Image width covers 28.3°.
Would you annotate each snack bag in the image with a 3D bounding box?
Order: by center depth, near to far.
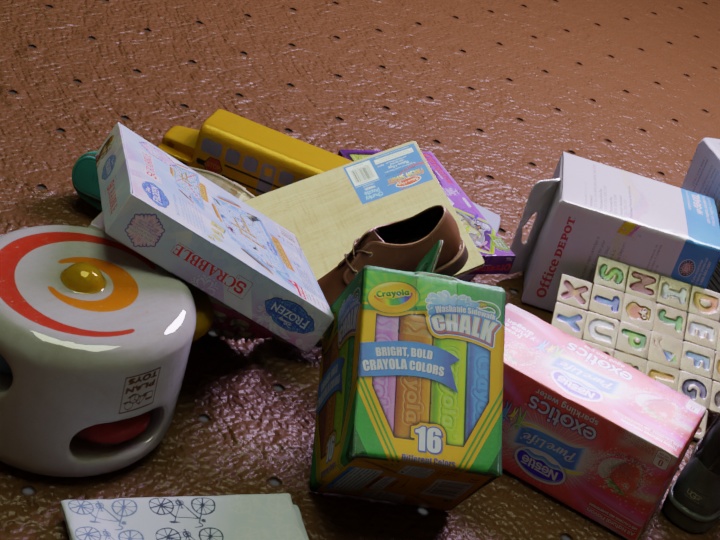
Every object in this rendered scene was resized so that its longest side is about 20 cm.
[{"bbox_3d":[-0.106,0.230,1.004,0.187,0.021,0.200,4,33,-23],"label":"snack bag"}]

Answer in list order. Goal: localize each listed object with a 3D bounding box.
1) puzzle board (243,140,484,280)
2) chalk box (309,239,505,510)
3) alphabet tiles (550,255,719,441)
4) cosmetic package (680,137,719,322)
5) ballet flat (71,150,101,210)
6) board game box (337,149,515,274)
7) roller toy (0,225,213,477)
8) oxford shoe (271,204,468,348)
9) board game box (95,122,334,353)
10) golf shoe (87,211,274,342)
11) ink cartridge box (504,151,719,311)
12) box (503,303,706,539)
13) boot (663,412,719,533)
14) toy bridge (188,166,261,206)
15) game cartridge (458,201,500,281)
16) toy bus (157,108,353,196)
[{"bbox_3d":[0.000,-0.032,1.379,0.199,0.017,0.151,-21,68,-20],"label":"puzzle board"},{"bbox_3d":[0.039,0.074,1.144,0.123,0.125,0.201,9,66,-14],"label":"chalk box"},{"bbox_3d":[0.282,0.074,1.397,0.199,0.006,0.167,17,58,-1],"label":"alphabet tiles"},{"bbox_3d":[0.463,-0.027,1.574,0.199,0.166,0.165,6,32,-21],"label":"cosmetic package"},{"bbox_3d":[-0.187,-0.063,1.398,0.199,0.068,0.070,27,12,12],"label":"ballet flat"},{"bbox_3d":[0.064,-0.063,1.493,0.119,0.032,0.200,-4,38,-26],"label":"board game box"},{"bbox_3d":[-0.222,0.055,1.109,0.199,0.140,0.183,15,31,-5],"label":"roller toy"},{"bbox_3d":[0.000,0.000,1.297,0.199,0.071,0.071,-31,44,-9],"label":"oxford shoe"},{"bbox_3d":[-0.128,-0.031,1.212,0.199,0.041,0.200,33,11,-22],"label":"board game box"},{"bbox_3d":[-0.157,-0.004,1.276,0.199,0.075,0.092,22,68,5],"label":"golf shoe"},{"bbox_3d":[0.260,-0.027,1.503,0.199,0.129,0.125,18,30,-1],"label":"ink cartridge box"},{"bbox_3d":[0.180,0.130,1.238,0.199,0.103,0.095,29,33,16],"label":"box"},{"bbox_3d":[0.347,0.119,1.241,0.072,0.201,0.182,28,32,16],"label":"boot"},{"bbox_3d":[-0.122,-0.061,1.416,0.199,0.067,0.027,30,69,19],"label":"toy bridge"},{"bbox_3d":[0.065,-0.033,1.505,0.133,0.041,0.200,25,31,20],"label":"game cartridge"},{"bbox_3d":[-0.111,-0.107,1.489,0.199,0.079,0.065,22,31,7],"label":"toy bus"}]
